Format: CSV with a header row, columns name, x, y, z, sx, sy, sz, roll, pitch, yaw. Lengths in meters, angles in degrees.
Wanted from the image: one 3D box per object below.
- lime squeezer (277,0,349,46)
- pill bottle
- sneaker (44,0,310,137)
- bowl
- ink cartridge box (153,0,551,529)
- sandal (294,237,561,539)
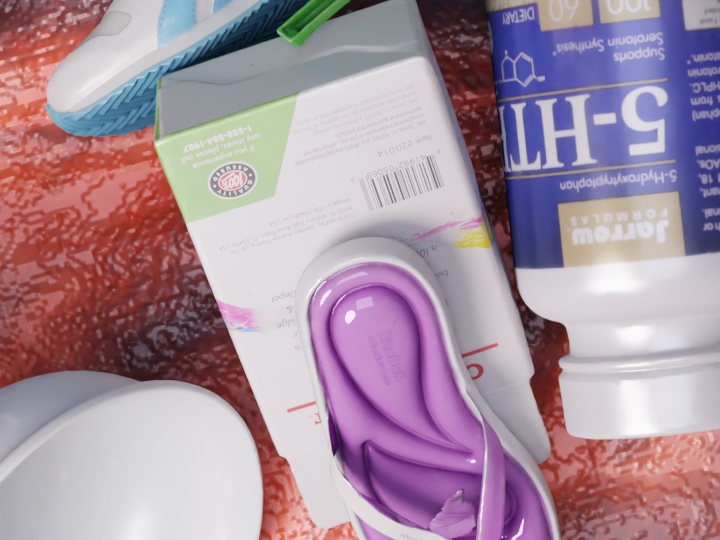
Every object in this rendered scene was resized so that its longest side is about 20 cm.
name,x,y,z,sx,sy,sz,roll,pitch,yaw
lime squeezer,0.037,-0.172,0.975,0.038,0.071,0.200,43,101,36
pill bottle,0.119,-0.036,0.988,0.119,0.120,0.200,-7,92,4
sneaker,-0.062,-0.137,1.023,0.200,0.077,0.081,-42,80,-1
bowl,-0.141,0.120,0.998,0.090,0.201,0.201,30,95,35
ink cartridge box,0.000,0.000,1.002,0.117,0.067,0.200,-17,118,4
sandal,0.024,0.079,0.980,0.082,0.050,0.203,-24,119,8
